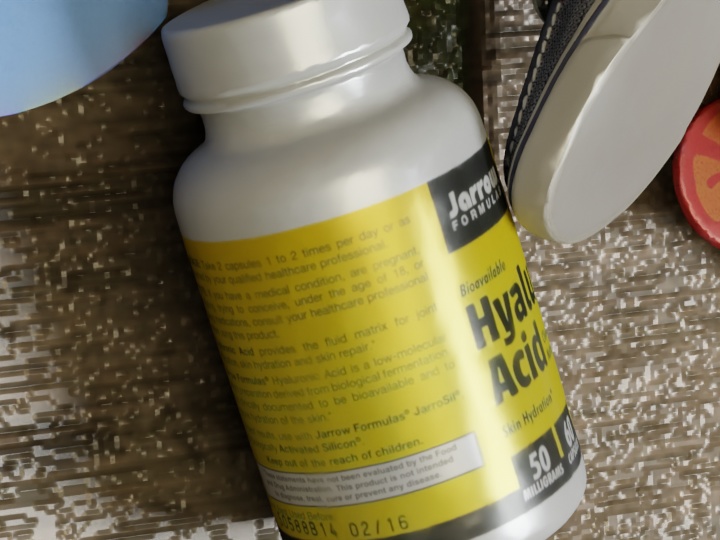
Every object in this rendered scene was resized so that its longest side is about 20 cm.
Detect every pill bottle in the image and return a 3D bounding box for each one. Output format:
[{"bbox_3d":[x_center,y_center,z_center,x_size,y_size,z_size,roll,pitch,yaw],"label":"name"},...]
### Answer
[{"bbox_3d":[0.000,0.000,0.860,0.111,0.111,0.201,-23,105,-16],"label":"pill bottle"}]

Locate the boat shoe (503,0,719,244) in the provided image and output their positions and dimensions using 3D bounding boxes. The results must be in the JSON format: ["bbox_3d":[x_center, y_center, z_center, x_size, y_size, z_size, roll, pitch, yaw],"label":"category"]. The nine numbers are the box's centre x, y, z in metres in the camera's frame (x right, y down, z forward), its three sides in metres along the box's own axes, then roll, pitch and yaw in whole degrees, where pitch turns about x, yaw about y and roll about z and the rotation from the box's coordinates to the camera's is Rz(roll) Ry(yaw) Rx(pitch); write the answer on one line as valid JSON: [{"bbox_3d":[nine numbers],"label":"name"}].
[{"bbox_3d":[0.083,-0.108,0.881,0.201,0.092,0.075,-59,148,-14],"label":"boat shoe"}]

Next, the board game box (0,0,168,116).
[{"bbox_3d":[-0.136,-0.151,0.828,0.157,0.039,0.201,3,99,-28],"label":"board game box"}]

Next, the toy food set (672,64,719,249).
[{"bbox_3d":[0.203,-0.076,0.960,0.197,0.049,0.201,-10,101,-19],"label":"toy food set"}]
